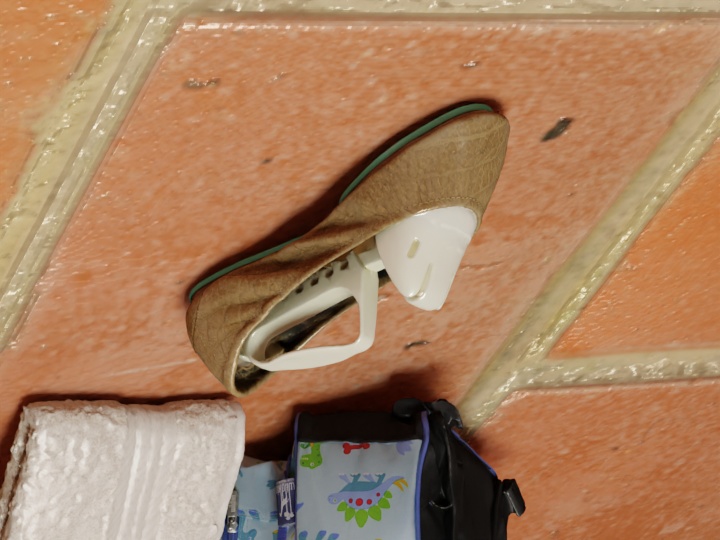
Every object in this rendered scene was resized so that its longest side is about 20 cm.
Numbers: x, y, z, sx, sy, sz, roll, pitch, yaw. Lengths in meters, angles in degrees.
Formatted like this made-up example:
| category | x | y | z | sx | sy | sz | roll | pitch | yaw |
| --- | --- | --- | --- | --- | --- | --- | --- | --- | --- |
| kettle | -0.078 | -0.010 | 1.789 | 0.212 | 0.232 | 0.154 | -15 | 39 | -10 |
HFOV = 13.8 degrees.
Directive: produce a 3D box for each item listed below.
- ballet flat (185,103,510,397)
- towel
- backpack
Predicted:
| category | x | y | z | sx | sy | sz | roll | pitch | yaw |
| --- | --- | --- | --- | --- | --- | --- | --- | --- | --- |
| ballet flat | 0.000 | 0.000 | 1.438 | 0.199 | 0.073 | 0.068 | -32 | 149 | 21 |
| towel | -0.141 | 0.159 | 1.576 | 0.132 | 0.034 | 0.201 | 1 | 115 | -36 |
| backpack | 0.003 | 0.192 | 1.641 | 0.146 | 0.201 | 0.183 | -6 | 157 | 16 |
